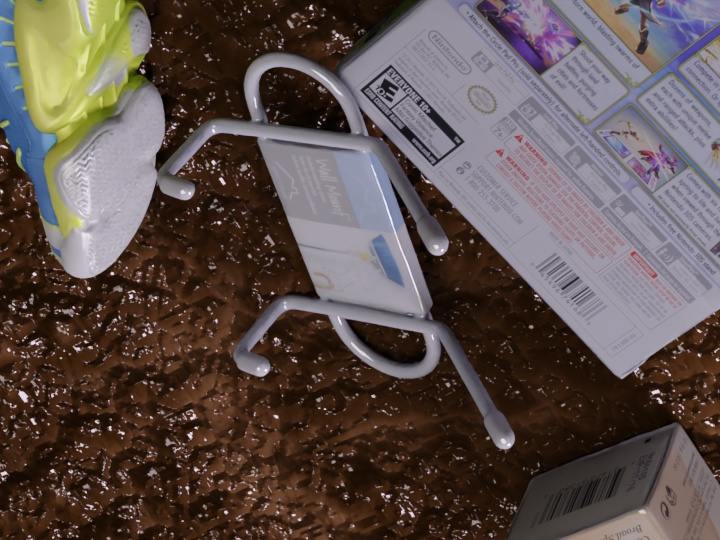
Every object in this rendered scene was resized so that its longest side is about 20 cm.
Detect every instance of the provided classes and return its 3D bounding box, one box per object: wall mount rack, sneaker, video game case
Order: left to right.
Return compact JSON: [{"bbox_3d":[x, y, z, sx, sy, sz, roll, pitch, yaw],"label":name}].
[{"bbox_3d":[-0.153,-0.098,1.331,0.105,0.076,0.201,17,118,25],"label":"sneaker"},{"bbox_3d":[0.000,0.000,1.292,0.173,0.075,0.200,10,137,36],"label":"wall mount rack"},{"bbox_3d":[0.118,-0.074,1.250,0.200,0.045,0.181,46,126,-10],"label":"video game case"}]

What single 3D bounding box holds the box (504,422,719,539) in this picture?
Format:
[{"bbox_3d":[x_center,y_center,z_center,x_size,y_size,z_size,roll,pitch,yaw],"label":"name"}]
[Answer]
[{"bbox_3d":[0.162,0.185,1.373,0.095,0.078,0.200,-26,108,31],"label":"box"}]
